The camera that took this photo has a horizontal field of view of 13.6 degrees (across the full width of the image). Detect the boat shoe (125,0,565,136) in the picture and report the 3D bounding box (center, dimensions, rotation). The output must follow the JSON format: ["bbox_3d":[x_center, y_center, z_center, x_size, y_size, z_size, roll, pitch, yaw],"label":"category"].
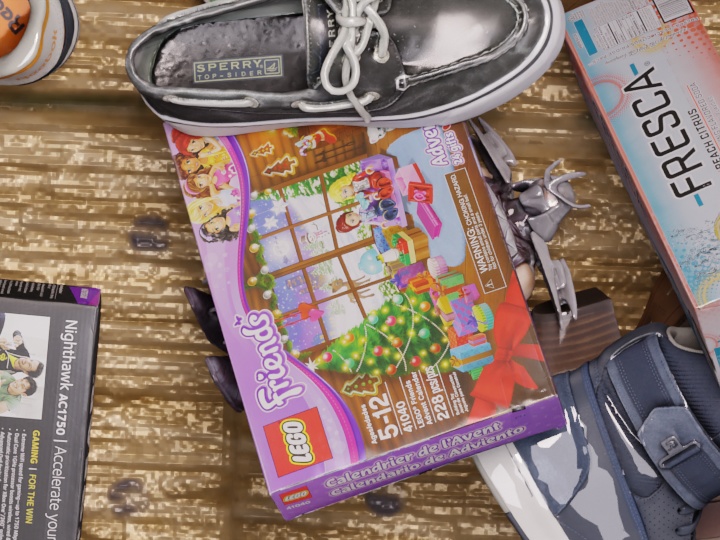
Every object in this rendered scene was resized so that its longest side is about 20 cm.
[{"bbox_3d":[-0.008,-0.104,1.365,0.198,0.068,0.074,-2,81,10],"label":"boat shoe"}]

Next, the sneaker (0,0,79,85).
[{"bbox_3d":[-0.214,-0.165,1.417,0.200,0.079,0.079,39,97,-5],"label":"sneaker"}]

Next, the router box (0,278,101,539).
[{"bbox_3d":[-0.208,0.104,1.470,0.148,0.051,0.201,6,99,-4],"label":"router box"}]

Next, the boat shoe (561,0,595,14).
[{"bbox_3d":[0.111,-0.216,1.427,0.072,0.072,0.201,32,116,32],"label":"boat shoe"}]

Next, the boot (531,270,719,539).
[{"bbox_3d":[0.169,0.071,1.472,0.199,0.070,0.147,-12,105,2],"label":"boot"}]

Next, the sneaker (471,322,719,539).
[{"bbox_3d":[0.159,0.119,1.411,0.146,0.077,0.203,-30,105,10],"label":"sneaker"}]

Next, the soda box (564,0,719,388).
[{"bbox_3d":[0.154,-0.044,1.385,0.063,0.201,0.069,-22,138,3],"label":"soda box"}]

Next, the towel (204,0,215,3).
[{"bbox_3d":[-0.047,-0.199,1.373,0.153,0.200,0.023,47,50,-2],"label":"towel"}]

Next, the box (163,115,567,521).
[{"bbox_3d":[0.000,0.000,1.382,0.136,0.039,0.201,-19,63,3],"label":"box"}]

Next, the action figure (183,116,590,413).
[{"bbox_3d":[0.019,-0.001,1.436,0.199,0.069,0.131,-25,56,3],"label":"action figure"}]
